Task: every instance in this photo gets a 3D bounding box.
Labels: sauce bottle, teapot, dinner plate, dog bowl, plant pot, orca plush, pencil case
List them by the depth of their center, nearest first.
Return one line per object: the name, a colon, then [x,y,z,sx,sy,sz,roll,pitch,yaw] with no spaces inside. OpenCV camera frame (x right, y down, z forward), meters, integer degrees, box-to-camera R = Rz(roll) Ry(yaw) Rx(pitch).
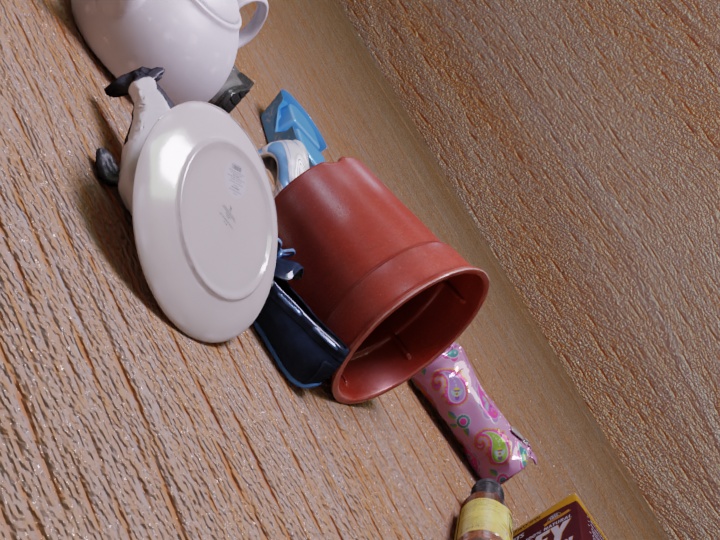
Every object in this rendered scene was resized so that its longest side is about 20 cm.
dinner plate: [-0.118,-0.041,0.869,0.200,0.024,0.203,20,68,-60]
orca plush: [-0.190,-0.089,0.919,0.104,0.072,0.201,-14,56,-28]
teapot: [-0.192,-0.274,1.091,0.197,0.146,0.201,43,20,-27]
plant pot: [0.000,0.000,1.098,0.196,0.201,0.200,51,10,25]
sauce bottle: [0.138,0.282,1.143,0.066,0.066,0.200,54,14,-3]
pencil case: [0.148,0.191,1.372,0.201,0.087,0.087,54,13,-2]
dog bowl: [-0.090,-0.177,1.488,0.111,0.049,0.201,45,17,-39]

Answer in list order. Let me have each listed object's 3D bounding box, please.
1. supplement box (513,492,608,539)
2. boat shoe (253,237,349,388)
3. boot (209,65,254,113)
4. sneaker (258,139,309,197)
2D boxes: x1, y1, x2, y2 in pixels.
supplement box: [0.231,0.381,1.085,0.198,0.132,0.200,55,13,-2]
boat shoe: [-0.079,0.014,0.998,0.201,0.068,0.084,56,12,-1]
boot: [-0.199,-0.246,1.257,0.131,0.068,0.200,45,10,-13]
sneaker: [-0.077,-0.061,1.242,0.072,0.071,0.203,107,-34,-70]
